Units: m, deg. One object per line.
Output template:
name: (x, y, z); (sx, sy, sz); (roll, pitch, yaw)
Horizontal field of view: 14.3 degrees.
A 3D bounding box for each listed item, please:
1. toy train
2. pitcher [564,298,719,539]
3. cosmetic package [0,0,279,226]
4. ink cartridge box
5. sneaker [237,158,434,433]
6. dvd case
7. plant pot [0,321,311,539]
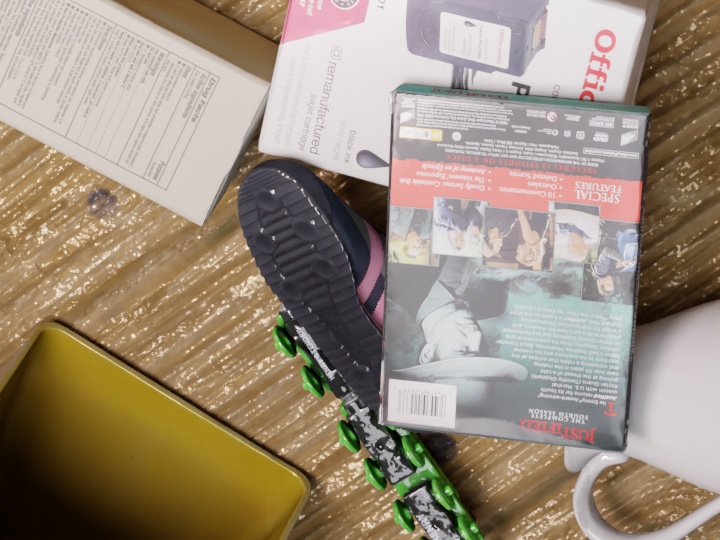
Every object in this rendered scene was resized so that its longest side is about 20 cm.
toy train: (0.012, 0.096, 1.742); (0.042, 0.056, 0.200); (-31, 102, 16)
pitcher: (0.211, 0.094, 1.673); (0.199, 0.121, 0.172); (1, 120, 22)
cosmetic package: (-0.152, -0.123, 1.679); (0.200, 0.071, 0.105); (29, 114, -1)
ink cartridge box: (0.058, -0.119, 1.629); (0.199, 0.084, 0.145); (15, 115, 5)
sneaker: (0.000, 0.000, 1.680); (0.070, 0.082, 0.200); (-10, 125, 37)
dvd case: (0.085, 0.000, 1.606); (0.145, 0.022, 0.201); (5, 108, 11)
plant pot: (-0.177, 0.191, 1.757); (0.200, 0.200, 0.177); (31, 126, -2)
